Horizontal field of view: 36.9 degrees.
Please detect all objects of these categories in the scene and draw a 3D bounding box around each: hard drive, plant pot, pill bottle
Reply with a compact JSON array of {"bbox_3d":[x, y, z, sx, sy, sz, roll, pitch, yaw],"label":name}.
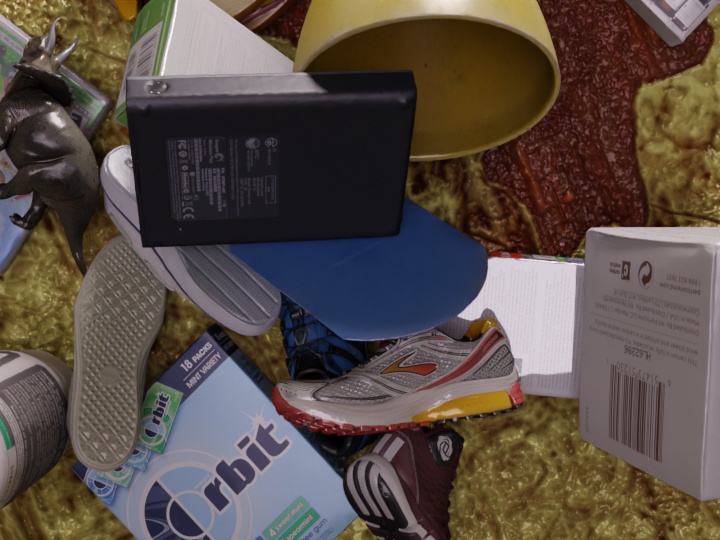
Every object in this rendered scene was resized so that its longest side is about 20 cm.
[{"bbox_3d":[-0.063,-0.077,0.775,0.196,0.033,0.141,-3,137,-8],"label":"hard drive"},{"bbox_3d":[0.044,-0.192,0.811,0.196,0.201,0.144,-5,68,5],"label":"plant pot"},{"bbox_3d":[-0.296,0.127,0.854,0.111,0.200,0.115,1,96,5],"label":"pill bottle"}]

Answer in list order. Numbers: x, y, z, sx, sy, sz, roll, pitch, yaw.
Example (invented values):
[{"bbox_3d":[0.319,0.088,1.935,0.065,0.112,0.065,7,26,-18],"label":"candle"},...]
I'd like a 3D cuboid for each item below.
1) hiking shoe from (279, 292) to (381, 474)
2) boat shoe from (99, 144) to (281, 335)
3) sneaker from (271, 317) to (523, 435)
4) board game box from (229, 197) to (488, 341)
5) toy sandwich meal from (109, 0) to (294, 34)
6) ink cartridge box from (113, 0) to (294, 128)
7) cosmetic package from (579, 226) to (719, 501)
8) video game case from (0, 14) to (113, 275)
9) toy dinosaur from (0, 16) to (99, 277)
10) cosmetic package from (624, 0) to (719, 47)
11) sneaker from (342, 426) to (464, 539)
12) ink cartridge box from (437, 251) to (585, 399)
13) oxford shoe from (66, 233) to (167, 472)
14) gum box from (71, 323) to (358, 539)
[{"bbox_3d":[-0.030,0.055,0.875,0.073,0.087,0.203,-22,93,17],"label":"hiking shoe"},{"bbox_3d":[-0.138,-0.017,0.883,0.073,0.067,0.200,-30,70,-32],"label":"boat shoe"},{"bbox_3d":[0.026,0.080,0.822,0.197,0.078,0.084,-6,83,-22],"label":"sneaker"},{"bbox_3d":[0.000,0.000,0.832,0.199,0.157,0.039,35,137,34],"label":"board game box"},{"bbox_3d":[-0.141,-0.277,0.862,0.201,0.070,0.209,1,96,5],"label":"toy sandwich meal"},{"bbox_3d":[-0.087,-0.119,0.835,0.059,0.105,0.199,-25,138,39],"label":"ink cartridge box"},{"bbox_3d":[0.284,0.055,0.782,0.196,0.167,0.170,-1,96,-19],"label":"cosmetic package"},{"bbox_3d":[-0.338,-0.128,0.921,0.199,0.022,0.183,36,98,0],"label":"video game case"},{"bbox_3d":[-0.255,-0.091,0.868,0.101,0.077,0.203,-20,92,13],"label":"toy dinosaur"},{"bbox_3d":[0.205,-0.276,0.842,0.200,0.051,0.083,44,97,-1],"label":"cosmetic package"},{"bbox_3d":[0.066,0.199,0.897,0.075,0.116,0.202,4,131,37],"label":"sneaker"},{"bbox_3d":[0.133,0.042,0.883,0.196,0.050,0.111,5,97,6],"label":"ink cartridge box"},{"bbox_3d":[-0.204,0.066,0.891,0.074,0.058,0.204,10,69,-16],"label":"oxford shoe"},{"bbox_3d":[-0.117,0.179,0.922,0.170,0.045,0.200,-44,91,8],"label":"gum box"}]
